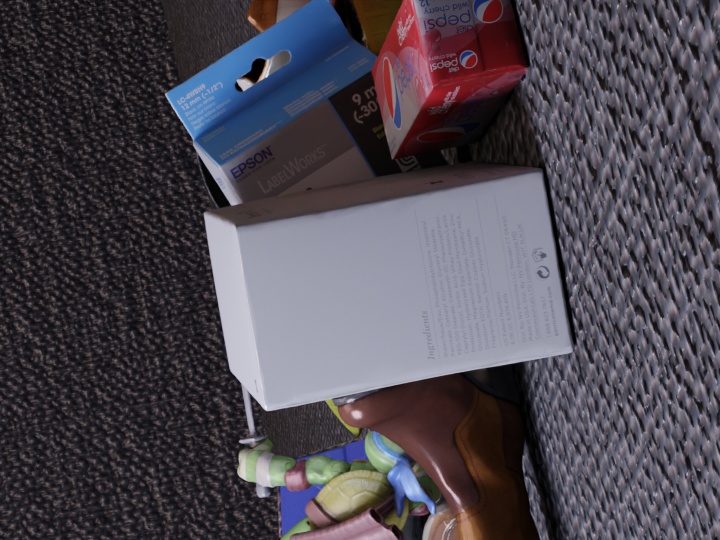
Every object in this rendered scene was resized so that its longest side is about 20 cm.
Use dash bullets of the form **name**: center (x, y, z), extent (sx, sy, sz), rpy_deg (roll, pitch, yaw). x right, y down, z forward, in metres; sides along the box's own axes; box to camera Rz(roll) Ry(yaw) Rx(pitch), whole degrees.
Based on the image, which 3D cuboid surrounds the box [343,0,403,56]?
- **box**: center (0.006, -0.220, 1.598), extent (0.075, 0.050, 0.200), rpy_deg (89, 167, -53)

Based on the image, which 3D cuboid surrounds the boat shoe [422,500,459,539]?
- **boat shoe**: center (0.098, 0.251, 1.577), extent (0.072, 0.076, 0.200), rpy_deg (-117, 8, -50)

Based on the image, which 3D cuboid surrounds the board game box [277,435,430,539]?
- **board game box**: center (0.018, 0.258, 1.689), extent (0.200, 0.097, 0.160), rpy_deg (56, -157, -46)

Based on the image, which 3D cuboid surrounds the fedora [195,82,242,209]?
- **fedora**: center (-0.038, -0.095, 1.763), extent (0.092, 0.200, 0.201), rpy_deg (-32, 65, 45)

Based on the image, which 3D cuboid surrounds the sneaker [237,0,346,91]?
- **sneaker**: center (-0.051, -0.132, 1.605), extent (0.073, 0.084, 0.200), rpy_deg (-77, -13, -50)

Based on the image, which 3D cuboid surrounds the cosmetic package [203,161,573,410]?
- **cosmetic package**: center (0.011, 0.004, 1.356), extent (0.199, 0.199, 0.123), rpy_deg (-159, 57, -79)

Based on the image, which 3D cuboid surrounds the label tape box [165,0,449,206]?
- **label tape box**: center (-0.027, -0.080, 1.486), extent (0.200, 0.143, 0.066), rpy_deg (58, 173, -6)

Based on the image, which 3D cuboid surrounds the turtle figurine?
- **turtle figurine**: center (-0.019, 0.166, 1.523), extent (0.200, 0.144, 0.194), rpy_deg (43, 118, 36)

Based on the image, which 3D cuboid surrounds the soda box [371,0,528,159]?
- **soda box**: center (0.054, -0.130, 1.351), extent (0.200, 0.063, 0.070), rpy_deg (120, 138, -78)

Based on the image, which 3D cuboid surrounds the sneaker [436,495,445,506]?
- **sneaker**: center (0.049, 0.104, 1.661), extent (0.115, 0.075, 0.201), rpy_deg (169, 87, -80)

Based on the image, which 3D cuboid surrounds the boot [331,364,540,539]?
- **boot**: center (0.063, 0.164, 1.401), extent (0.188, 0.068, 0.201), rpy_deg (9, -114, -59)

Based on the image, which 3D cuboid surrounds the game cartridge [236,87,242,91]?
- **game cartridge**: center (-0.048, -0.064, 1.833), extent (0.032, 0.176, 0.201), rpy_deg (-32, 65, 39)

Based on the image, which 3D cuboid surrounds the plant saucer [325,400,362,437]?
- **plant saucer**: center (0.000, 0.000, 1.653), extent (0.200, 0.048, 0.200), rpy_deg (91, -168, -57)
